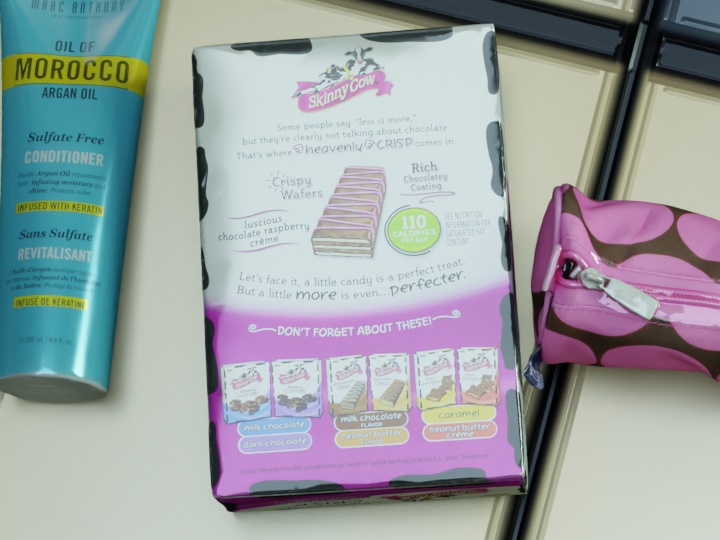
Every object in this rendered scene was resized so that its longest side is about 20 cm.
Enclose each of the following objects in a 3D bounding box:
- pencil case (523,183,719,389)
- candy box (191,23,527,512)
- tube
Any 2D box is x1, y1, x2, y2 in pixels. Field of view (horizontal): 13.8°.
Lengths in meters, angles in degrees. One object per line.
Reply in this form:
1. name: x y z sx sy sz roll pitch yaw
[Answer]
1. pencil case: 0.171 0.016 1.262 0.199 0.094 0.091 6 79 5
2. candy box: 0.000 0.000 1.294 0.136 0.061 0.201 -3 79 4
3. tube: -0.130 -0.043 1.324 0.077 0.050 0.201 3 74 -3
